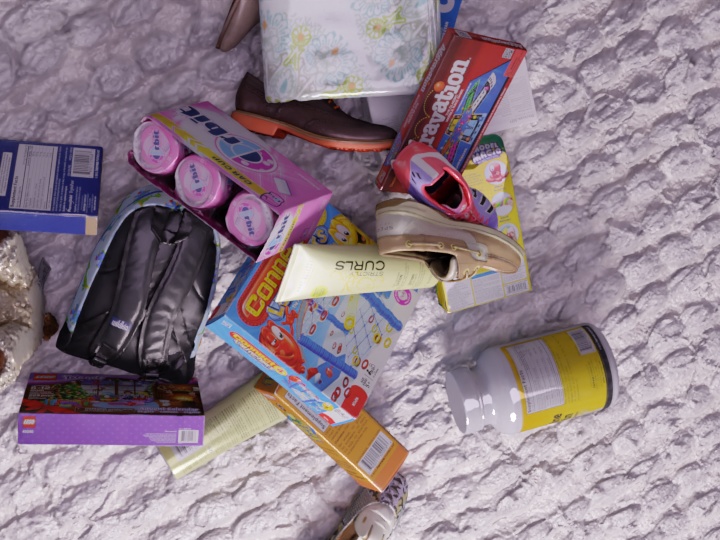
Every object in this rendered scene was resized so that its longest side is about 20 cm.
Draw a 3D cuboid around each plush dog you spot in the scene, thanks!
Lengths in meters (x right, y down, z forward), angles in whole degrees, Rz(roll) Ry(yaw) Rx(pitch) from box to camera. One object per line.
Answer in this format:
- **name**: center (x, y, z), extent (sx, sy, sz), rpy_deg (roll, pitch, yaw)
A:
- **plush dog**: center (-0.440, 0.053, 1.150), extent (0.170, 0.161, 0.202), rpy_deg (-6, 75, 3)

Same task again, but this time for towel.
- **towel**: center (-0.009, -0.273, 1.130), extent (0.198, 0.048, 0.173), rpy_deg (-3, 101, -3)

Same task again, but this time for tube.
- **tube**: center (-0.150, 0.180, 1.272), extent (0.199, 0.052, 0.058), rpy_deg (-31, 146, -13)
- **tube**: center (0.000, 0.000, 1.175), extent (0.199, 0.052, 0.059), rpy_deg (-2, 88, -35)

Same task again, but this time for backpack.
- **backpack**: center (-0.235, 0.003, 1.176), extent (0.162, 0.154, 0.201), rpy_deg (15, 119, -13)

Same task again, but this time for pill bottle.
- **pill bottle**: center (0.212, 0.141, 1.309), extent (0.198, 0.112, 0.113), rpy_deg (-14, 104, -9)

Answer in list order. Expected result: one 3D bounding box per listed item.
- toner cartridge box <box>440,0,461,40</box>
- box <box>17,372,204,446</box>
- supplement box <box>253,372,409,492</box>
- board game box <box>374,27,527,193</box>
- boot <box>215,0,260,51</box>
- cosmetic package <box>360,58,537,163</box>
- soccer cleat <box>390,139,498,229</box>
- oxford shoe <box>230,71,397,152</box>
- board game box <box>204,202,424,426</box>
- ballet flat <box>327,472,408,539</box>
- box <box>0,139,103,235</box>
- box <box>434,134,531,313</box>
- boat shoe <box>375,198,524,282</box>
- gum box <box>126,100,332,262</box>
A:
- **toner cartridge box**: center (0.071, -0.324, 1.195), extent (0.094, 0.043, 0.202), rpy_deg (16, 87, -4)
- **box**: center (-0.281, 0.156, 1.188), extent (0.198, 0.137, 0.039), rpy_deg (3, 101, -14)
- **supplement box**: center (-0.034, 0.182, 1.271), extent (0.200, 0.066, 0.069), rpy_deg (47, 69, -20)
- **board game box**: center (0.098, -0.169, 1.162), extent (0.102, 0.020, 0.201), rpy_deg (3, 128, -32)
- **boot**: center (-0.060, -0.312, 1.179), extent (0.145, 0.070, 0.201), rpy_deg (24, 94, -17)
- **cosmetic package**: center (0.105, -0.194, 1.249), extent (0.198, 0.051, 0.083), rpy_deg (-16, 101, -9)
- **soccer cleat**: center (0.107, -0.075, 1.182), extent (0.067, 0.076, 0.200), rpy_deg (-47, 136, 4)
- **oxford shoe**: center (-0.048, -0.178, 1.189), extent (0.198, 0.071, 0.073), rpy_deg (12, 94, 2)
- **board game box**: center (-0.047, 0.040, 1.211), extent (0.195, 0.056, 0.201), rpy_deg (39, 59, -17)
- **ballet flat**: center (-0.003, 0.347, 1.326), extent (0.072, 0.072, 0.201), rpy_deg (40, 90, -17)
- **box**: center (-0.382, -0.094, 1.127), extent (0.198, 0.122, 0.033), rpy_deg (4, 134, -14)
- **box**: center (0.135, -0.060, 1.286), extent (0.116, 0.048, 0.202), rpy_deg (-14, 106, -9)
- **boat shoe**: center (0.098, -0.021, 1.167), extent (0.199, 0.074, 0.067), rpy_deg (16, 72, -28)
- **gum box**: center (-0.145, -0.103, 1.133), extent (0.199, 0.113, 0.066), rpy_deg (37, 119, 15)
